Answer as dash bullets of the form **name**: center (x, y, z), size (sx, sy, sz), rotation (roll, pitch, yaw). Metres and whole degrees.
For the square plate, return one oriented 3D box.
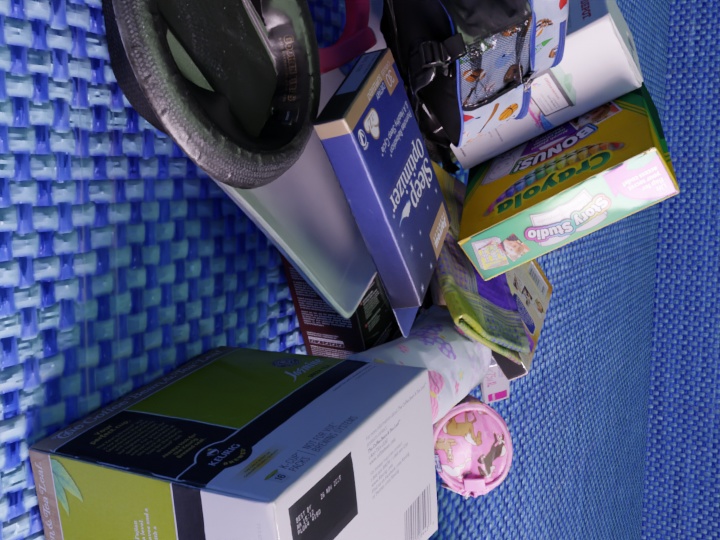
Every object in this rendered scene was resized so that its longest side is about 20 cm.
- **square plate**: center (-0.041, -0.090, 0.687), size (0.198, 0.028, 0.201), rotation (47, 45, -14)

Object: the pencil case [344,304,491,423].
- **pencil case**: center (0.051, 0.094, 0.752), size (0.199, 0.082, 0.092), rotation (-25, 98, -58)

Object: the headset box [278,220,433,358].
- **headset box**: center (0.000, 0.000, 0.804), size (0.149, 0.076, 0.203), rotation (-50, 135, -46)

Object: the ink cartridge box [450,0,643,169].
- **ink cartridge box**: center (0.181, -0.210, 0.865), size (0.084, 0.198, 0.146), rotation (54, 28, -24)

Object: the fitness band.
- **fitness band**: center (-0.047, -0.238, 0.686), size (0.200, 0.037, 0.146), rotation (-45, 115, -52)

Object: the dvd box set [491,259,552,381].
- **dvd box set**: center (0.160, 0.012, 0.942), size (0.147, 0.029, 0.200), rotation (55, 31, -12)

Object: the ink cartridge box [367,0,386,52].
- **ink cartridge box**: center (0.076, -0.321, 0.891), size (0.200, 0.083, 0.149), rotation (-36, 125, -54)

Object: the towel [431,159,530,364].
- **towel**: center (0.110, -0.016, 0.831), size (0.143, 0.023, 0.203), rotation (30, 40, -44)

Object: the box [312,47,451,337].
- **box**: center (0.030, -0.060, 0.664), size (0.202, 0.032, 0.122), rotation (67, 30, -30)

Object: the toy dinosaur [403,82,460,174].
- **toy dinosaur**: center (0.070, -0.168, 0.935), size (0.200, 0.076, 0.104), rotation (45, 35, -39)

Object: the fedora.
- **fedora**: center (-0.112, -0.152, 0.554), size (0.199, 0.090, 0.205), rotation (8, 80, -55)

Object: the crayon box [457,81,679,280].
- **crayon box**: center (0.198, -0.095, 0.813), size (0.059, 0.198, 0.174), rotation (52, 29, -21)

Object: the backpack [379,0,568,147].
- **backpack**: center (0.088, -0.213, 0.721), size (0.191, 0.151, 0.203), rotation (84, -13, -62)

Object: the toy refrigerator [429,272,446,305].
- **toy refrigerator**: center (0.072, 0.051, 0.946), size (0.070, 0.075, 0.203), rotation (-49, 136, -47)

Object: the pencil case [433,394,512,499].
- **pencil case**: center (0.102, 0.175, 0.858), size (0.086, 0.083, 0.200), rotation (-43, 177, -4)

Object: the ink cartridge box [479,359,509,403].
- **ink cartridge box**: center (0.142, 0.045, 1.006), size (0.120, 0.041, 0.203), rotation (71, 6, -61)

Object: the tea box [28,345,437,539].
- **tea box**: center (-0.075, 0.151, 0.561), size (0.199, 0.194, 0.136), rotation (-27, 116, -56)
